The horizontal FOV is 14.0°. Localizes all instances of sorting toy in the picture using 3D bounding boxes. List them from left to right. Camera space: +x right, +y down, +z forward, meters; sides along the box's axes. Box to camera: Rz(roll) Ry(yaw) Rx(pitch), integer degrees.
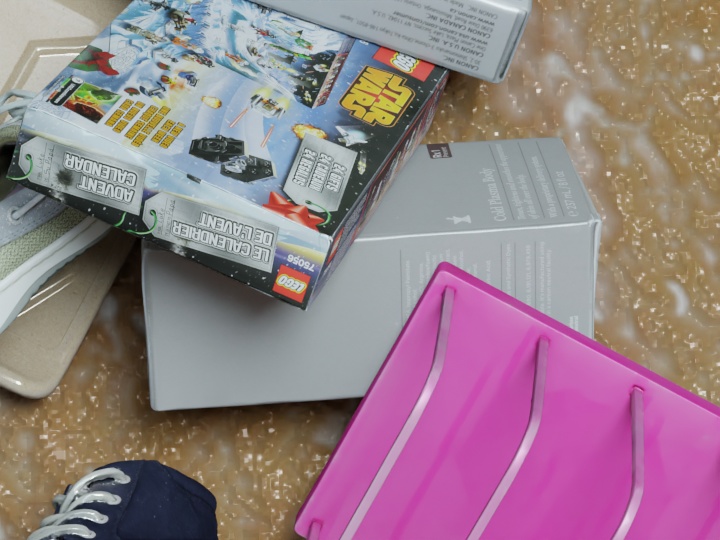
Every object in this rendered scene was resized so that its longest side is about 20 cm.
[{"bbox_3d":[-0.183,-0.060,1.363,0.184,0.036,0.201,26,70,1],"label":"sorting toy"}]

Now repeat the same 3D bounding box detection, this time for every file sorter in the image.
[{"bbox_3d":[0.085,0.119,1.224,0.199,0.126,0.139,28,109,-5],"label":"file sorter"}]

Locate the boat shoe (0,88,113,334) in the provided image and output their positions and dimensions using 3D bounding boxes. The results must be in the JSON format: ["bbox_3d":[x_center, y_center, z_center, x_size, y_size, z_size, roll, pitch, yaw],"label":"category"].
[{"bbox_3d":[-0.156,-0.032,1.283,0.202,0.074,0.065,-48,123,-25],"label":"boat shoe"}]

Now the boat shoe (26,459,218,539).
[{"bbox_3d":[-0.122,0.123,1.239,0.074,0.200,0.093,-25,64,23],"label":"boat shoe"}]

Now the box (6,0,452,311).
[{"bbox_3d":[-0.051,-0.065,1.256,0.136,0.040,0.200,23,29,6],"label":"box"}]

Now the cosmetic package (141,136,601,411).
[{"bbox_3d":[0.000,0.000,1.307,0.199,0.107,0.091,-2,115,-7],"label":"cosmetic package"}]

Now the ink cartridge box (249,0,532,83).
[{"bbox_3d":[-0.016,-0.172,1.373,0.199,0.044,0.174,18,29,-5],"label":"ink cartridge box"}]
